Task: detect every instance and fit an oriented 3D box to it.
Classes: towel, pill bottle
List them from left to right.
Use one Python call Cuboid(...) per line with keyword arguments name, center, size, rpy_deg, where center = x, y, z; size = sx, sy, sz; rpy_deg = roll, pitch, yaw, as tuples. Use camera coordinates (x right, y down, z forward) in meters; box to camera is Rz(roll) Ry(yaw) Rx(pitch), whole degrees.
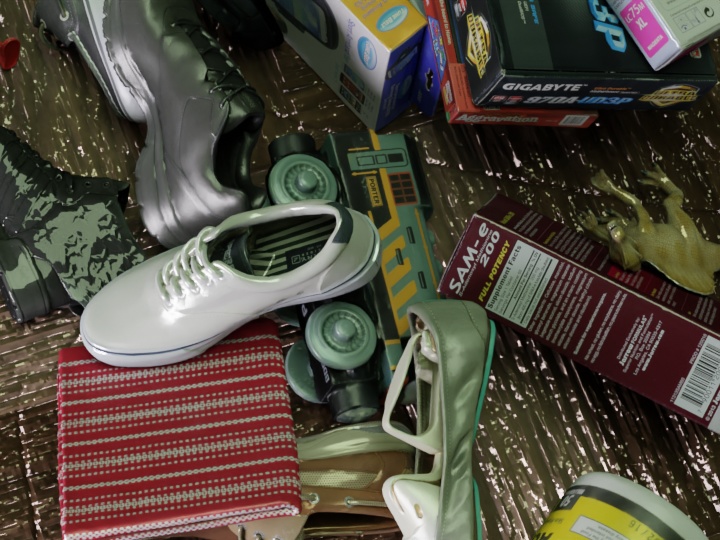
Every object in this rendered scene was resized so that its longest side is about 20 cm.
Cuboid(name="towel", center=(-0.112, 0.097, 1.528), size=(0.144, 0.023, 0.200), rpy_deg=(-9, 33, -1))
Cuboid(name="pill bottle", center=(0.122, 0.229, 1.511), size=(0.111, 0.111, 0.200), rpy_deg=(34, 67, 9))

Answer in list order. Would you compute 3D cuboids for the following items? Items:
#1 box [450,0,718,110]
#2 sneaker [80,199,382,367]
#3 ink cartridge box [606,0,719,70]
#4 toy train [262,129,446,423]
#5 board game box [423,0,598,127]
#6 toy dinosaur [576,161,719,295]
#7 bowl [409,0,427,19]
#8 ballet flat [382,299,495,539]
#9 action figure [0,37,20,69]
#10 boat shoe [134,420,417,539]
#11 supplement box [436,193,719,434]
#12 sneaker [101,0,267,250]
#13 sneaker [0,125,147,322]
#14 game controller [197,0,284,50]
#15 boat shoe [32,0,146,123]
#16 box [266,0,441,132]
Cuboid(name="box", center=(0.131, -0.200, 1.613), size=(0.158, 0.046, 0.201), rpy_deg=(0, 66, -25))
Cuboid(name="sneaker", center=(-0.088, -0.001, 1.544), size=(0.199, 0.071, 0.073), rpy_deg=(-22, 61, 10))
Cuboid(name="ink cartridge box", center=(0.178, -0.235, 1.599), size=(0.119, 0.042, 0.200), rpy_deg=(-28, 83, -35))
Cuboid(name="toy train", center=(0.000, 0.000, 1.619), size=(0.113, 0.085, 0.201), rpy_deg=(-7, 67, -19))
Cuboid(name="board game box", center=(0.087, -0.187, 1.626), size=(0.103, 0.019, 0.201), rpy_deg=(0, 66, -26))
Cuboid(name="toy dinosaur", center=(0.204, -0.018, 1.650), size=(0.200, 0.058, 0.101), rpy_deg=(3, 39, -45))
Cuboid(name="bowl", center=(0.116, -0.199, 1.708), size=(0.200, 0.090, 0.202), rpy_deg=(2, 67, -5))
Cuboid(name="ballet flat", center=(0.042, 0.116, 1.535), size=(0.063, 0.067, 0.201), rpy_deg=(7, 80, -17))
Cuboid(name="action figure", center=(-0.298, -0.228, 1.679), size=(0.065, 0.099, 0.200), rpy_deg=(-27, 69, -17))
Cuboid(name="boat shoe", center=(-0.056, 0.146, 1.552), size=(0.199, 0.076, 0.072), rpy_deg=(-11, 70, -8))
Cuboid(name="supplement box", center=(0.156, 0.025, 1.600), size=(0.199, 0.109, 0.061), rpy_deg=(27, 103, 7))
Cuboid(name="sneaker", center=(-0.104, -0.116, 1.618), size=(0.076, 0.091, 0.201), rpy_deg=(-11, 86, -51))
Cuboid(name="sneaker", center=(-0.197, -0.041, 1.628), size=(0.104, 0.060, 0.200), rpy_deg=(-19, 75, -12))
Cuboid(name="game controller", center=(-0.123, -0.228, 1.690), size=(0.042, 0.104, 0.200), rpy_deg=(-43, 75, 6))
Cuboid(name="boat shoe", center=(-0.192, -0.183, 1.687), size=(0.066, 0.070, 0.201), rpy_deg=(-25, 82, 15))
Cuboid(name="box", center=(-0.024, -0.179, 1.670), size=(0.041, 0.119, 0.200), rpy_deg=(-36, 74, -18))
